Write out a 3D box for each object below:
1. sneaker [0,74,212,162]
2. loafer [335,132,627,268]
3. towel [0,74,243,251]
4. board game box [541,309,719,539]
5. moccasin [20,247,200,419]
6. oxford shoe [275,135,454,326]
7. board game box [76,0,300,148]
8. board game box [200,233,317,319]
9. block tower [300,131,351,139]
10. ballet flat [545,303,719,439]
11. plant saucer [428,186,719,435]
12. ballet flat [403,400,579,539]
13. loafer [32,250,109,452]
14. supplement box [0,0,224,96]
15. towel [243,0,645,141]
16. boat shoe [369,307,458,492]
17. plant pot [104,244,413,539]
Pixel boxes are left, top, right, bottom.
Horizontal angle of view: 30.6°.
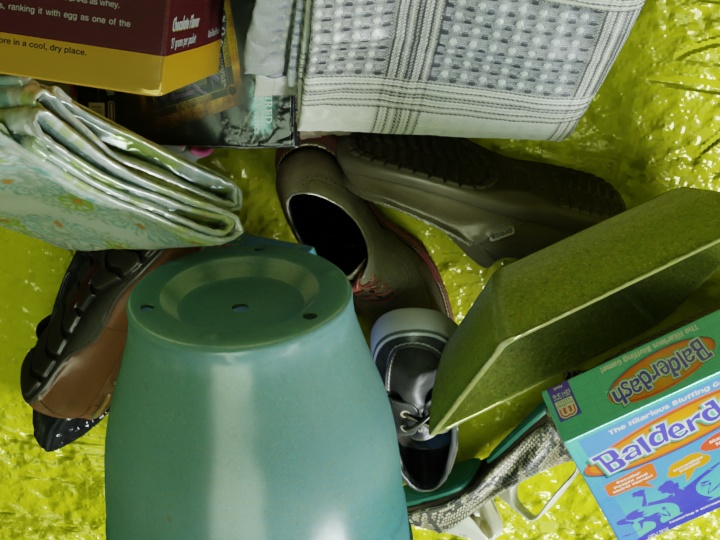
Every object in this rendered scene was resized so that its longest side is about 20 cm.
[{"bbox_3d":[-0.197,-0.107,0.851,0.199,0.082,0.088,33,123,-16],"label":"sneaker"},{"bbox_3d":[0.075,-0.041,0.866,0.198,0.076,0.068,16,124,-5],"label":"loafer"},{"bbox_3d":[-0.187,-0.054,0.770,0.199,0.049,0.171,1,161,42],"label":"towel"},{"bbox_3d":[0.225,0.114,0.922,0.151,0.045,0.200,-26,141,8],"label":"board game box"},{"bbox_3d":[-0.149,0.024,0.881,0.077,0.074,0.202,23,110,-35],"label":"moccasin"},{"bbox_3d":[0.000,0.000,0.908,0.070,0.075,0.200,-27,121,23],"label":"oxford shoe"},{"bbox_3d":[-0.101,-0.174,0.769,0.134,0.028,0.202,3,103,6],"label":"board game box"},{"bbox_3d":[-0.067,0.060,0.950,0.150,0.037,0.201,11,134,37],"label":"board game box"},{"bbox_3d":[-0.002,-0.115,0.822,0.198,0.058,0.055,-5,88,11],"label":"block tower"},{"bbox_3d":[0.221,0.060,0.935,0.199,0.047,0.068,-30,129,12],"label":"ballet flat"},{"bbox_3d":[0.136,0.020,0.839,0.198,0.048,0.200,-24,164,-18],"label":"plant saucer"},{"bbox_3d":[0.108,0.167,1.022,0.199,0.068,0.076,-36,91,28],"label":"ballet flat"},{"bbox_3d":[-0.213,0.061,1.001,0.070,0.068,0.201,45,132,17],"label":"loafer"},{"bbox_3d":[-0.170,-0.210,0.686,0.195,0.133,0.202,9,104,5],"label":"supplement box"},{"bbox_3d":[0.040,-0.125,0.682,0.198,0.035,0.193,6,156,-5],"label":"towel"},{"bbox_3d":[0.046,0.097,0.951,0.068,0.057,0.201,-4,147,5],"label":"boat shoe"},{"bbox_3d":[-0.066,0.095,0.806,0.198,0.201,0.190,2,116,6],"label":"plant pot"}]
